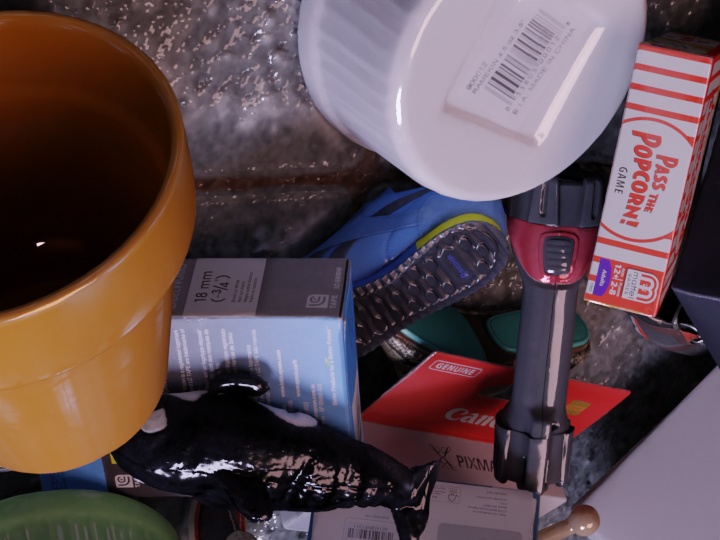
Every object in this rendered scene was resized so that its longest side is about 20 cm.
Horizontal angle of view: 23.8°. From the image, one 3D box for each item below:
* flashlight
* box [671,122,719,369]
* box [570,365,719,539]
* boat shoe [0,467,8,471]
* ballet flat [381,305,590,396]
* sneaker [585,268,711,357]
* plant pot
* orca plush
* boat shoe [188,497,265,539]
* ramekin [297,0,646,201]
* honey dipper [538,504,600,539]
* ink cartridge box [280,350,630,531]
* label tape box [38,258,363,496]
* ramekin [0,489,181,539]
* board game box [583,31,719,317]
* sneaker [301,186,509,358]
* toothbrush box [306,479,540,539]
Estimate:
[{"bbox_3d":[0.116,0.034,1.085,0.067,0.068,0.203,-10,111,-43],"label":"flashlight"},{"bbox_3d":[0.305,-0.032,1.139,0.197,0.116,0.202,45,60,-58],"label":"box"},{"bbox_3d":[0.304,0.200,1.298,0.200,0.199,0.171,-45,153,0],"label":"box"},{"bbox_3d":[-0.257,0.094,0.945,0.198,0.068,0.074,17,122,-37],"label":"boat shoe"},{"bbox_3d":[0.072,0.059,1.165,0.198,0.068,0.076,5,133,-39],"label":"ballet flat"},{"bbox_3d":[0.238,0.032,1.241,0.199,0.082,0.077,25,105,-42],"label":"sneaker"},{"bbox_3d":[-0.174,0.004,0.874,0.199,0.201,0.184,-27,144,-15],"label":"plant pot"},{"bbox_3d":[-0.054,0.130,0.991,0.198,0.071,0.106,26,125,-16],"label":"orca plush"},{"bbox_3d":[-0.072,0.204,1.068,0.062,0.201,0.072,-15,121,1],"label":"boat shoe"},{"bbox_3d":[0.071,-0.139,0.997,0.199,0.098,0.202,-18,130,-23],"label":"ramekin"},{"bbox_3d":[0.082,0.216,1.245,0.198,0.038,0.038,-25,136,13],"label":"honey dipper"},{"bbox_3d":[0.069,0.130,1.174,0.199,0.045,0.176,13,140,-39],"label":"ink cartridge box"},{"bbox_3d":[-0.101,0.066,1.032,0.197,0.064,0.145,0,127,5],"label":"label tape box"},{"bbox_3d":[-0.192,0.238,1.052,0.198,0.098,0.201,-13,136,-13],"label":"ramekin"},{"bbox_3d":[0.187,-0.066,1.060,0.200,0.046,0.153,-34,136,-72],"label":"board game box"},{"bbox_3d":[0.000,0.000,1.076,0.199,0.079,0.066,-27,130,11],"label":"sneaker"},{"bbox_3d":[0.040,0.215,1.132,0.144,0.086,0.201,6,151,4],"label":"toothbrush box"}]
